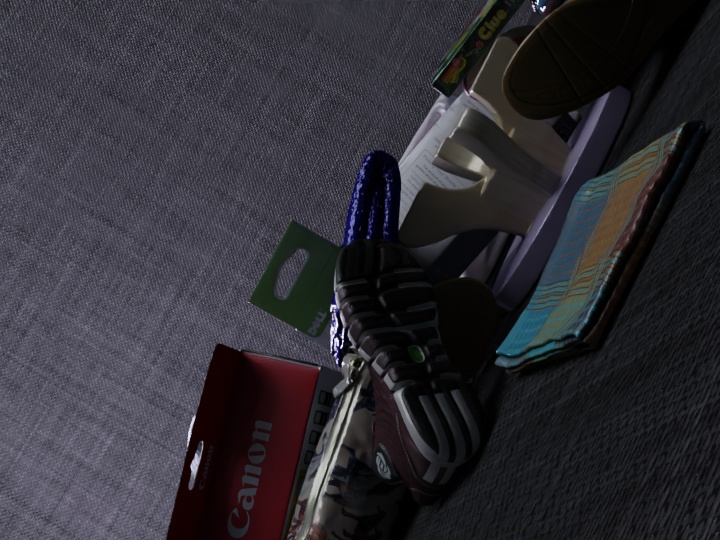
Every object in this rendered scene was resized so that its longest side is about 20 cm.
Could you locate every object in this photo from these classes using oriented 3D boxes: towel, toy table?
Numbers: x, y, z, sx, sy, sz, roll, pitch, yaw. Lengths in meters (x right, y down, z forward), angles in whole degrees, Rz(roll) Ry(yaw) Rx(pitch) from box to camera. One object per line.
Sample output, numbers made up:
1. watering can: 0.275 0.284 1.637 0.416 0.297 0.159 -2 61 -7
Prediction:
1. towel: 0.140 -0.010 0.818 0.148 0.022 0.200 -62 2 -10
2. towel: 0.000 0.000 1.117 0.200 0.049 0.150 102 172 -73
3. toy table: 0.121 -0.083 1.084 0.202 0.116 0.184 -62 1 -16

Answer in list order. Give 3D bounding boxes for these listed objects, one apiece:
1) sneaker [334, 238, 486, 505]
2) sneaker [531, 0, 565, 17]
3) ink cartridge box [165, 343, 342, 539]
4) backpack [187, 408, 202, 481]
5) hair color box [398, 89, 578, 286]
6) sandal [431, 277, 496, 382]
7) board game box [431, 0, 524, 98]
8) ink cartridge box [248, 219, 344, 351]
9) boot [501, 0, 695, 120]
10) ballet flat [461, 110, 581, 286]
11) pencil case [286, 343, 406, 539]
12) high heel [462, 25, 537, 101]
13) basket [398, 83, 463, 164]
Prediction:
1. sneaker: 0.019 0.081 0.967 0.116 0.075 0.201 108 151 -44
2. sneaker: 0.228 -0.269 1.132 0.200 0.095 0.080 -41 15 39
3. ink cartridge box: -0.070 0.175 1.098 0.175 0.083 0.203 27 -106 -63
4. backpack: -0.097 0.209 1.464 0.164 0.198 0.154 -62 1 -36
5. hair color box: 0.100 -0.088 1.235 0.200 0.099 0.060 -49 -32 7
6. sandal: 0.050 0.085 1.117 0.070 0.077 0.214 -70 3 -69
7. board game box: 0.130 -0.238 1.116 0.201 0.023 0.105 -51 8 20
8. ink cartridge box: 0.005 0.030 1.286 0.104 0.198 0.059 -59 2 29
9. boot: 0.191 -0.190 1.036 0.200 0.072 0.155 -42 3 6
10. ballet flat: 0.139 -0.074 1.282 0.202 0.069 0.069 -60 1 12
11. pencil case: -0.008 0.160 1.028 0.077 0.089 0.202 6 73 53
12. high heel: 0.167 -0.184 1.202 0.198 0.068 0.096 -21 -5 -19
13. basket: 0.119 -0.112 1.454 0.124 0.135 0.201 -56 -2 -44
